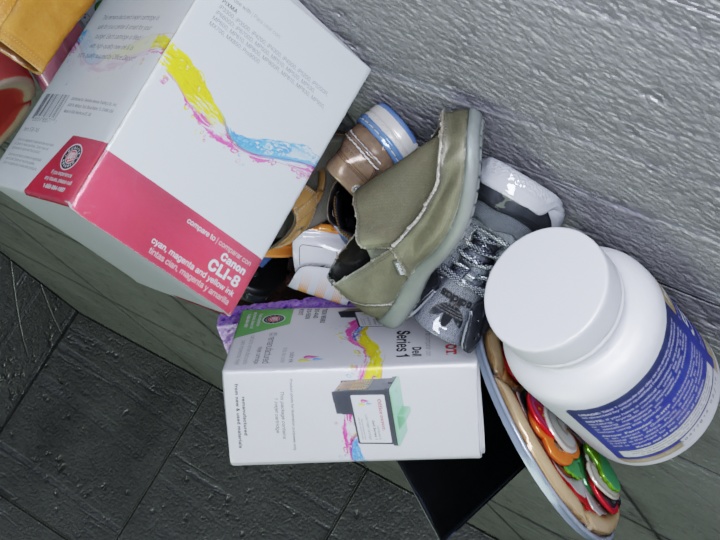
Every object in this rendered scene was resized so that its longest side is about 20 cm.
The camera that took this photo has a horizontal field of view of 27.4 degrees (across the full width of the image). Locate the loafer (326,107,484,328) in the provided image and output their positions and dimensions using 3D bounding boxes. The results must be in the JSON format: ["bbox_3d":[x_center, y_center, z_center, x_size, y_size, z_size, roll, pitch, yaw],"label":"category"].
[{"bbox_3d":[0.028,-0.035,1.006,0.069,0.075,0.200,18,134,-9],"label":"loafer"}]

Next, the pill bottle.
[{"bbox_3d":[0.170,0.052,1.046,0.119,0.120,0.200,22,169,38],"label":"pill bottle"}]

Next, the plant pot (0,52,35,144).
[{"bbox_3d":[-0.384,-0.179,1.252,0.177,0.200,0.200,48,170,6],"label":"plant pot"}]

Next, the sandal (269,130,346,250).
[{"bbox_3d":[-0.077,-0.049,1.127,0.055,0.199,0.082,40,138,47],"label":"sandal"}]

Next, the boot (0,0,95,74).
[{"bbox_3d":[-0.236,-0.226,0.907,0.201,0.144,0.071,40,164,-36],"label":"boot"}]

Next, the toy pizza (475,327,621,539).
[{"bbox_3d":[0.153,0.117,1.154,0.200,0.032,0.201,52,-162,-24],"label":"toy pizza"}]

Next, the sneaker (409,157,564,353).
[{"bbox_3d":[0.085,-0.004,1.069,0.075,0.114,0.200,30,168,6],"label":"sneaker"}]

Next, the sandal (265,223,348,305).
[{"bbox_3d":[0.001,-0.002,1.237,0.205,0.060,0.079,3,169,2],"label":"sandal"}]

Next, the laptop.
[{"bbox_3d":[0.056,0.125,1.418,0.199,0.187,0.116,24,133,33],"label":"laptop"}]

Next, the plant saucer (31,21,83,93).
[{"bbox_3d":[-0.251,-0.183,1.206,0.201,0.051,0.201,56,172,12],"label":"plant saucer"}]

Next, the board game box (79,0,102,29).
[{"bbox_3d":[-0.159,-0.121,1.223,0.200,0.035,0.126,53,171,13],"label":"board game box"}]

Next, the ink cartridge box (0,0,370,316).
[{"bbox_3d":[-0.121,-0.099,1.000,0.144,0.201,0.145,36,168,-33],"label":"ink cartridge box"}]

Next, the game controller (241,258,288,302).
[{"bbox_3d":[-0.105,-0.030,1.409,0.104,0.042,0.200,39,-155,0],"label":"game controller"}]

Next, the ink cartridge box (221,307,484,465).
[{"bbox_3d":[-0.002,0.089,1.189,0.199,0.084,0.145,-2,-163,3],"label":"ink cartridge box"}]

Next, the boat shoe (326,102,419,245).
[{"bbox_3d":[0.011,-0.051,1.120,0.072,0.072,0.200,50,171,30],"label":"boat shoe"}]

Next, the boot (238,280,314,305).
[{"bbox_3d":[-0.036,0.018,1.438,0.200,0.186,0.065,-152,44,-69],"label":"boot"}]

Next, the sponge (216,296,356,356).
[{"bbox_3d":[-0.017,0.072,1.300,0.199,0.030,0.112,-7,126,10],"label":"sponge"}]
